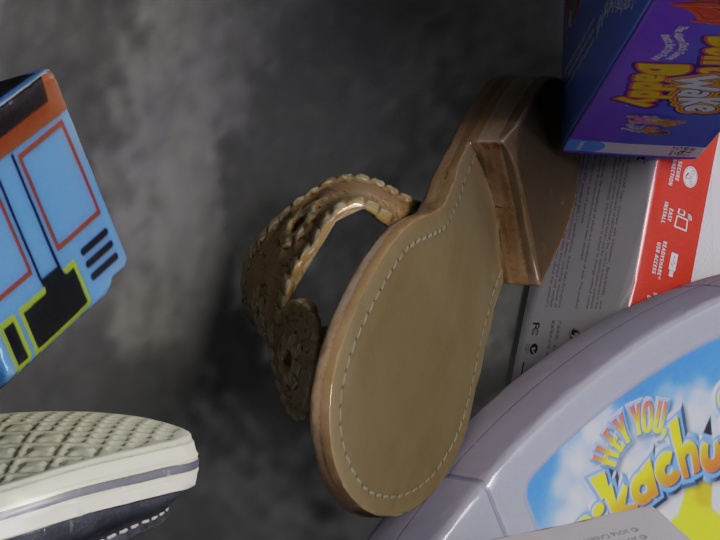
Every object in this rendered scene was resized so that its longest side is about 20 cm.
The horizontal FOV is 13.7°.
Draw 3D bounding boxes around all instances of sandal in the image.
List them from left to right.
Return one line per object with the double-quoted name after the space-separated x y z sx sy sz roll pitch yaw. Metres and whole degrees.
0.001 0.005 0.874 0.212 0.069 0.078 -53 138 -54 "sandal"

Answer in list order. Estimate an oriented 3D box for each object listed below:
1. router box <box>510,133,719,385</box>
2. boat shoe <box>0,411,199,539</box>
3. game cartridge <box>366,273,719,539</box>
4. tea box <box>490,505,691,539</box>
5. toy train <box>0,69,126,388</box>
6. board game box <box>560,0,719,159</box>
0.128 0.047 0.992 0.179 0.049 0.201 19 78 -40 "router box"
-0.125 0.084 0.723 0.199 0.074 0.063 -23 111 -33 "boat shoe"
0.087 0.085 0.901 0.200 0.040 0.134 -34 106 -33 "game cartridge"
0.013 0.186 0.743 0.199 0.134 0.198 -6 119 -31 "tea box"
-0.137 -0.004 0.703 0.115 0.086 0.200 66 30 -14 "toy train"
0.093 -0.119 0.841 0.044 0.200 0.135 3 79 -4 "board game box"
